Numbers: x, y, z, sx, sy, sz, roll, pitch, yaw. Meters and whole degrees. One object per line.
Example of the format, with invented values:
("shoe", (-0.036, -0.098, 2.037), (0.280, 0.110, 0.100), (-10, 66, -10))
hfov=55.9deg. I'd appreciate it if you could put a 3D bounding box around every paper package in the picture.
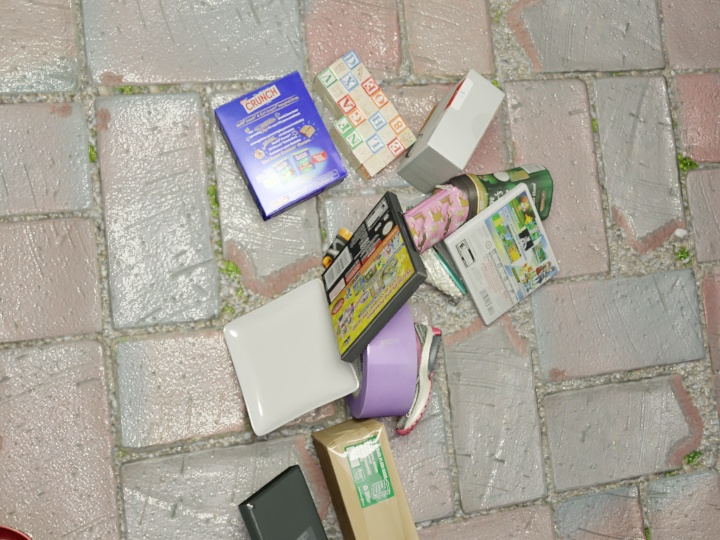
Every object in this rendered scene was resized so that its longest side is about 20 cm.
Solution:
("paper package", (0.005, 0.355, 1.120), (0.101, 0.190, 0.205), (-17, 88, -14))

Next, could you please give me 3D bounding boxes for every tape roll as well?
("tape roll", (0.028, 0.142, 1.139), (0.082, 0.200, 0.206), (-1, 85, -12))

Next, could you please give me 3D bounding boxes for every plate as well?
("plate", (-0.117, 0.146, 1.143), (0.196, 0.032, 0.204), (-26, 71, 8))

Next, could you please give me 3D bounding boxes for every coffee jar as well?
("coffee jar", (0.256, -0.134, 1.268), (0.194, 0.086, 0.107), (-10, 124, -13))

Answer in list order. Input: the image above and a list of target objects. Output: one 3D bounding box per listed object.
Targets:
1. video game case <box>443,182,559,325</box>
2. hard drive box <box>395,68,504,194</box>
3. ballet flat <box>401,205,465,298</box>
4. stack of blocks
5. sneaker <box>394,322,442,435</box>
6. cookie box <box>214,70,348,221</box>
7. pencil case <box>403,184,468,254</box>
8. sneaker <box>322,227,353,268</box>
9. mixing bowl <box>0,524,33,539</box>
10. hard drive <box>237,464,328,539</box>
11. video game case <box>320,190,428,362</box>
("video game case", (0.264, -0.027, 1.249), (0.180, 0.022, 0.202), (-35, 118, -6))
("hard drive box", (0.154, -0.238, 1.203), (0.076, 0.200, 0.158), (33, 78, -8))
("ballet flat", (0.118, -0.025, 1.254), (0.071, 0.072, 0.202), (-34, 91, -14))
("stack of blocks", (-0.003, -0.279, 1.241), (0.114, 0.058, 0.202), (-38, 94, -13))
("sneaker", (0.090, 0.193, 1.213), (0.073, 0.081, 0.204), (15, 64, -1))
("cookie box", (-0.140, -0.218, 1.195), (0.168, 0.075, 0.204), (-27, 92, -14))
("pencil case", (0.105, -0.079, 1.158), (0.199, 0.082, 0.088), (-34, 101, -41))
("sneaker", (0.000, 0.000, 1.166), (0.077, 0.200, 0.078), (-47, 126, 0))
("mixing bowl", (-0.555, 0.471, 1.017), (0.194, 0.108, 0.206), (1, 84, -13))
("hard drive", (-0.114, 0.447, 1.125), (0.138, 0.032, 0.205), (-22, 91, -54))
("video game case", (0.014, 0.009, 1.054), (0.025, 0.201, 0.183), (19, 36, -32))
